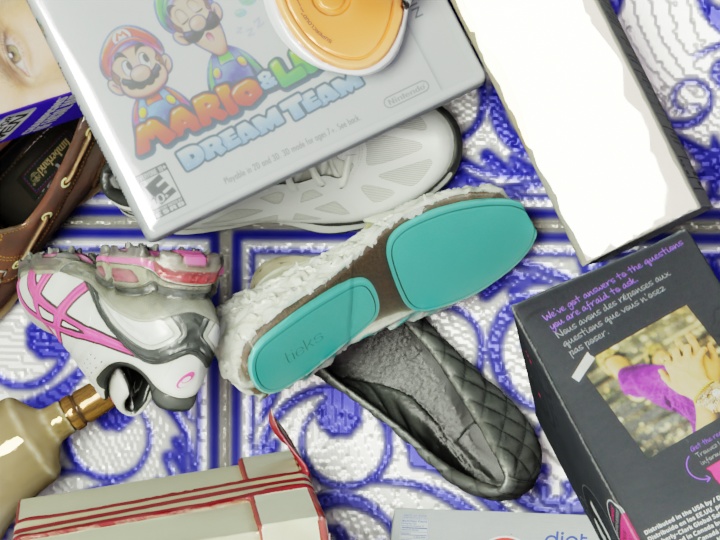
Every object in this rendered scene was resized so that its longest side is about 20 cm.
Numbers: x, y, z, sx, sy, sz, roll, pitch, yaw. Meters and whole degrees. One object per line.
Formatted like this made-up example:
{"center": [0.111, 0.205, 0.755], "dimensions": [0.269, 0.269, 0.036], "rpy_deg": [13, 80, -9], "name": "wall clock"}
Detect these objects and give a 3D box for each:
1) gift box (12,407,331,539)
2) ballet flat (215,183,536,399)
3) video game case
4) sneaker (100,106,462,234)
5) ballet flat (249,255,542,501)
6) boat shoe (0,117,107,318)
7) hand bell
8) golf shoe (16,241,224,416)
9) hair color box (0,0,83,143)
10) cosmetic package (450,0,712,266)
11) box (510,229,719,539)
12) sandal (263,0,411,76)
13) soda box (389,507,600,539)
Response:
{"center": [-0.083, 0.187, 1.183], "dimensions": [0.187, 0.185, 0.200], "rpy_deg": [-8, 103, -6], "name": "gift box"}
{"center": [0.000, 0.000, 1.222], "dimensions": [0.200, 0.072, 0.072], "rpy_deg": [-27, 85, -22], "name": "ballet flat"}
{"center": [-0.062, -0.137, 1.161], "dimensions": [0.200, 0.024, 0.182], "rpy_deg": [-26, 87, -12], "name": "video game case"}
{"center": [-0.048, -0.054, 1.227], "dimensions": [0.200, 0.115, 0.076], "rpy_deg": [-9, 90, 12], "name": "sneaker"}
{"center": [0.020, 0.055, 1.244], "dimensions": [0.200, 0.057, 0.066], "rpy_deg": [36, 97, 12], "name": "ballet flat"}
{"center": [-0.212, -0.032, 1.286], "dimensions": [0.070, 0.070, 0.200], "rpy_deg": [43, 101, 14], "name": "boat shoe"}
{"center": [-0.159, 0.078, 1.281], "dimensions": [0.200, 0.104, 0.104], "rpy_deg": [-32, 85, 0], "name": "hand bell"}
{"center": [-0.140, 0.032, 1.214], "dimensions": [0.073, 0.200, 0.092], "rpy_deg": [4, 88, -28], "name": "golf shoe"}
{"center": [-0.152, -0.145, 1.209], "dimensions": [0.065, 0.200, 0.109], "rpy_deg": [-32, 84, 52], "name": "hair color box"}
{"center": [0.112, -0.107, 1.197], "dimensions": [0.073, 0.104, 0.200], "rpy_deg": [-26, 85, 12], "name": "cosmetic package"}
{"center": [0.167, 0.101, 1.132], "dimensions": [0.106, 0.122, 0.200], "rpy_deg": [-23, 56, -4], "name": "box"}
{"center": [-0.003, -0.205, 1.141], "dimensions": [0.079, 0.059, 0.207], "rpy_deg": [8, 80, -9], "name": "sandal"}
{"center": [0.117, 0.173, 1.214], "dimensions": [0.200, 0.068, 0.063], "rpy_deg": [1, 64, 13], "name": "soda box"}
